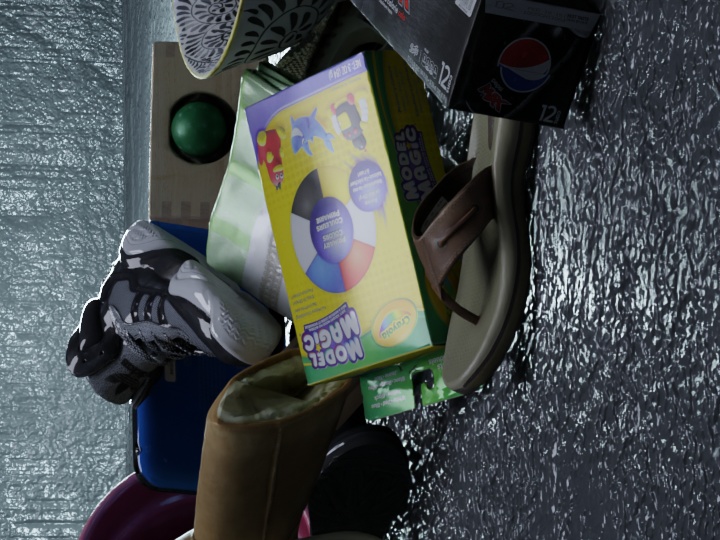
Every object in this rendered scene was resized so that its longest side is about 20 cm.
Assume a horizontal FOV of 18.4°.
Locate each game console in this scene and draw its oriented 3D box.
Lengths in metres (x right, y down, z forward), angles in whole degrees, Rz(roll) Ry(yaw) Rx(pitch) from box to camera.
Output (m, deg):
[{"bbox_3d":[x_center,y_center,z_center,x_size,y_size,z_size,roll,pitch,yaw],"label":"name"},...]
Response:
[{"bbox_3d":[-0.105,0.084,1.618,0.118,0.170,0.201,-39,49,53],"label":"game console"}]

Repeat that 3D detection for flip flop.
[{"bbox_3d":[0.058,-0.034,1.203,0.081,0.057,0.201,-161,76,-74],"label":"flip flop"}]

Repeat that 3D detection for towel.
[{"bbox_3d":[-0.021,-0.027,1.373,0.200,0.031,0.150,31,115,39],"label":"towel"}]

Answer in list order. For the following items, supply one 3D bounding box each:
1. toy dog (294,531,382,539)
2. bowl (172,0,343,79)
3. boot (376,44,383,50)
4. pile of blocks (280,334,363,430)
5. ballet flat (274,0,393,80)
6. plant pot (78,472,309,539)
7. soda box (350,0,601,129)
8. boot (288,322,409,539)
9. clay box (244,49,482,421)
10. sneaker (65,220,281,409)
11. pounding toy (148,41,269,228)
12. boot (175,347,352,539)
[{"bbox_3d":[-0.052,0.291,1.400,0.140,0.193,0.201,-127,39,-52],"label":"toy dog"},{"bbox_3d":[-0.051,-0.218,1.418,0.201,0.094,0.202,-176,90,-71],"label":"bowl"},{"bbox_3d":[-0.004,-0.083,1.571,0.200,0.072,0.167,-106,34,-65],"label":"boot"},{"bbox_3d":[0.000,0.000,1.455,0.062,0.082,0.201,-132,59,-75],"label":"pile of blocks"},{"bbox_3d":[-0.005,-0.155,1.473,0.068,0.075,0.200,51,-125,-39],"label":"ballet flat"},{"bbox_3d":[-0.117,0.274,1.770,0.179,0.199,0.201,80,-178,-53],"label":"plant pot"},{"bbox_3d":[0.050,-0.144,1.153,0.200,0.071,0.064,-124,46,-57],"label":"soda box"},{"bbox_3d":[-0.011,0.094,1.548,0.165,0.065,0.200,107,166,-47],"label":"boot"},{"bbox_3d":[0.003,-0.016,1.297,0.115,0.047,0.201,-21,79,47],"label":"clay box"},{"bbox_3d":[-0.127,0.047,1.467,0.114,0.075,0.200,-55,32,2],"label":"sneaker"},{"bbox_3d":[-0.110,-0.098,1.948,0.200,0.142,0.185,94,176,-81],"label":"pounding toy"},{"bbox_3d":[-0.096,0.149,1.393,0.066,0.175,0.200,44,143,25],"label":"boot"}]
